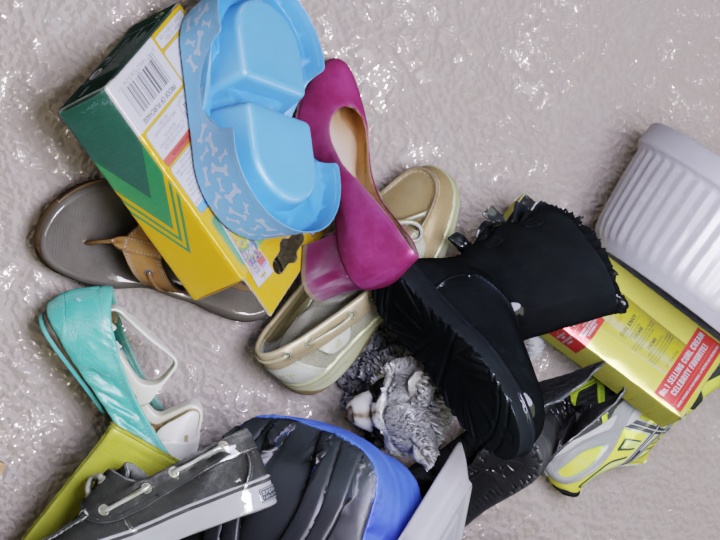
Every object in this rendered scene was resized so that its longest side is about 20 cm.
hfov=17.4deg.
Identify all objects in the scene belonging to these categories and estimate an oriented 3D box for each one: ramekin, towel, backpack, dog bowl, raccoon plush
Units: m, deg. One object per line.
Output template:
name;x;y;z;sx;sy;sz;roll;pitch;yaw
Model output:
ramekin;0.273;-0.014;1.817;0.200;0.200;0.105;38;90;-25
towel;-0.203;0.202;1.685;0.086;0.018;0.200;32;104;-28
backpack;-0.048;0.209;1.715;0.168;0.162;0.200;24;81;-66
dog bowl;-0.074;-0.113;1.651;0.111;0.050;0.200;16;60;-49
raccoon plush;0.073;0.075;1.764;0.200;0.134;0.097;-29;109;-19

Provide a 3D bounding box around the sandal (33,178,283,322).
sandal;-0.137;-0.009;1.698;0.200;0.055;0.082;23;88;-26

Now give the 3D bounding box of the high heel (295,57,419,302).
high heel;0.004;-0.076;1.693;0.067;0.096;0.200;36;47;-39

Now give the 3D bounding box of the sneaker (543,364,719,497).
sneaker;0.221;0.108;1.884;0.200;0.075;0.077;-25;125;-15

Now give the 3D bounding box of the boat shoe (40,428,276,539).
boat shoe;-0.159;0.166;1.637;0.200;0.071;0.064;-21;88;4

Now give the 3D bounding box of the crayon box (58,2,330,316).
crayon box;-0.114;-0.071;1.662;0.200;0.052;0.126;55;36;-18

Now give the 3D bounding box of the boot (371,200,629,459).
boot;0.120;0.037;1.689;0.162;0.198;0.073;-17;138;-28

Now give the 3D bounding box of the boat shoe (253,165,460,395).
boat shoe;-0.002;-0.001;1.747;0.201;0.073;0.063;-49;144;-4

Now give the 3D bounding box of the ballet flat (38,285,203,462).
ballet flat;-0.154;0.096;1.693;0.070;0.067;0.200;-26;108;9

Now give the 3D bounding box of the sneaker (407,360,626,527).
sneaker;0.103;0.138;1.800;0.060;0.200;0.104;54;35;-9

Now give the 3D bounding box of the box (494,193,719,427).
box;0.179;0.032;1.814;0.200;0.050;0.075;38;73;-3

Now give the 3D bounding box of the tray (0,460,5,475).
tray;-0.357;0.136;1.629;0.200;0.037;0.099;29;85;-27

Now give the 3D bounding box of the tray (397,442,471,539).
tray;0.041;0.217;1.685;0.022;0.200;0.108;18;123;13
